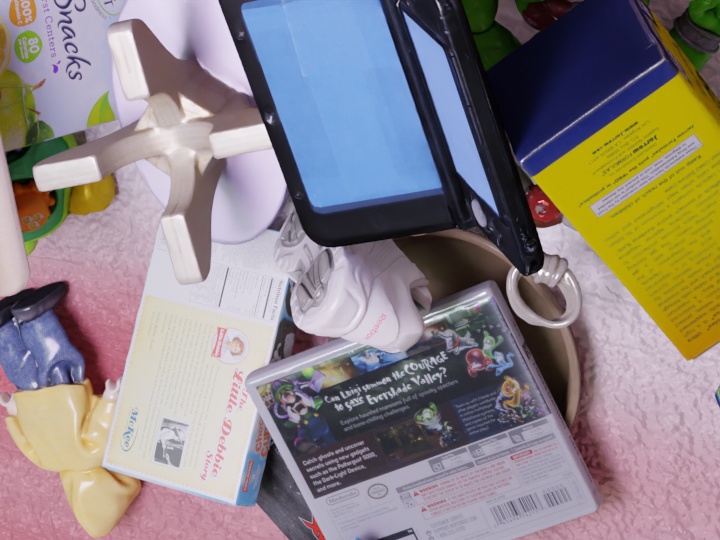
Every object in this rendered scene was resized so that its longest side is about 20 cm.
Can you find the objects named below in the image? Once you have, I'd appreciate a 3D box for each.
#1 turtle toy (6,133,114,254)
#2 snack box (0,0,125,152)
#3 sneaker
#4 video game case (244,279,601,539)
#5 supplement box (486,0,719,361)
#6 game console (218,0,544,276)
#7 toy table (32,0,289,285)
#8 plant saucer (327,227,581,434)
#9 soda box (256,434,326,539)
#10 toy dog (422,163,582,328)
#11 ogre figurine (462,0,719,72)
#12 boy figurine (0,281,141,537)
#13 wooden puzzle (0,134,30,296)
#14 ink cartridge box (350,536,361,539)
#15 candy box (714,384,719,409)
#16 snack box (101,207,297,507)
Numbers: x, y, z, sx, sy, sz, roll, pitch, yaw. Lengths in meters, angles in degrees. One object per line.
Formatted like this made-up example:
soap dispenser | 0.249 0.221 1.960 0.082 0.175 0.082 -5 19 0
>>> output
turtle toy | -0.280 -0.102 1.867 0.145 0.101 0.201 -5 110 32
snack box | -0.231 -0.195 1.770 0.053 0.142 0.201 27 130 55
sneaker | 0.000 0.000 1.716 0.099 0.200 0.078 29 115 -21
video game case | 0.044 0.120 1.767 0.199 0.023 0.182 -21 106 21
supplement box | 0.182 -0.062 1.544 0.109 0.109 0.200 -35 124 13
game console | 0.011 -0.090 1.527 0.116 0.176 0.201 -24 116 -6
toy table | -0.125 -0.099 1.731 0.183 0.117 0.201 -21 103 23
plant saucer | 0.069 0.058 1.784 0.199 0.029 0.201 12 117 25
soda box | -0.007 0.187 1.867 0.200 0.063 0.071 49 127 3
toy dog | 0.095 -0.065 1.690 0.200 0.096 0.132 31 119 -2
ogre figurine | 0.134 -0.154 1.598 0.199 0.098 0.120 4 124 -14
boy figurine | -0.225 0.111 1.959 0.124 0.064 0.201 -16 104 34
wooden puzzle | -0.304 -0.086 1.782 0.200 0.037 0.186 15 121 50
ink cartridge box | 0.040 0.291 1.810 0.200 0.068 0.116 32 129 -16
candy box | 0.336 0.036 1.535 0.168 0.077 0.200 8 125 -20
snack box | -0.110 0.062 1.831 0.116 0.037 0.201 14 90 24
